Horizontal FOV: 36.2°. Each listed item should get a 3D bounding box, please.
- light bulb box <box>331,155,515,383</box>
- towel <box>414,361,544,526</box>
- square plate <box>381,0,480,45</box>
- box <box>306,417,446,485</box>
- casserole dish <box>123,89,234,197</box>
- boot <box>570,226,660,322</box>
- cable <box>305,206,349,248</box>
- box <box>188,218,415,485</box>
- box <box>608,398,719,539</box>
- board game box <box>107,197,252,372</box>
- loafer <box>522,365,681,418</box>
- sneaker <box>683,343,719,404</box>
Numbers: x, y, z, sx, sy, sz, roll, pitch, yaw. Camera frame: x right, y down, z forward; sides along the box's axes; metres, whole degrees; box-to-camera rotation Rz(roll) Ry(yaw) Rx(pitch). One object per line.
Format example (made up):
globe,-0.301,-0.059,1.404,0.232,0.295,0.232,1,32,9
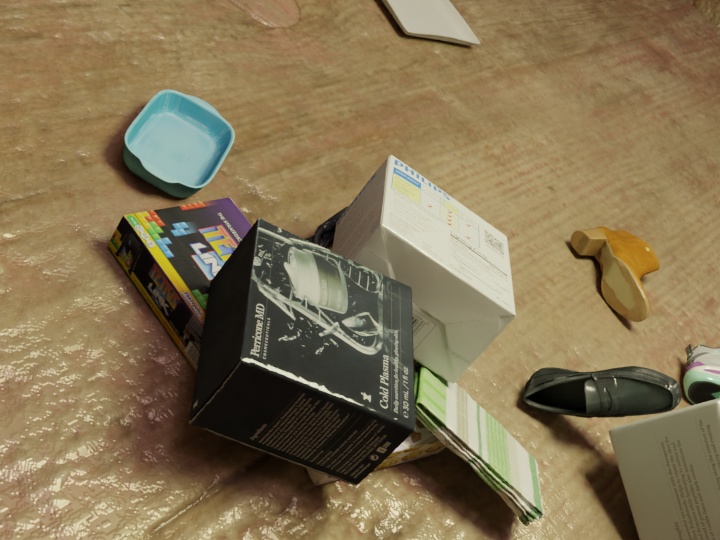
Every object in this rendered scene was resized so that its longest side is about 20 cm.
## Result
light bulb box,0.073,-0.006,1.339,0.198,0.125,0.200,34,25,-13
towel,0.132,0.196,1.284,0.200,0.031,0.149,43,15,-7
square plate,0.111,-0.502,2.108,0.199,0.028,0.198,-2,51,-41
box,0.024,0.196,1.232,0.200,0.041,0.039,-4,52,-44
casserole dish,-0.236,-0.160,1.417,0.121,0.039,0.200,30,35,-9
boot,0.442,0.000,1.782,0.144,0.071,0.201,0,44,-37
cable,0.000,0.000,1.437,0.163,0.051,0.200,45,33,2
box,-0.056,0.085,1.139,0.196,0.124,0.200,23,41,-21
box,0.450,0.262,1.360,0.199,0.171,0.200,-3,73,-43
board game box,-0.166,0.013,1.265,0.165,0.057,0.200,-17,61,-47
loafer,0.306,0.161,1.411,0.070,0.200,0.068,-36,121,-56
sneaker,0.590,0.173,1.707,0.200,0.078,0.140,30,36,-10
